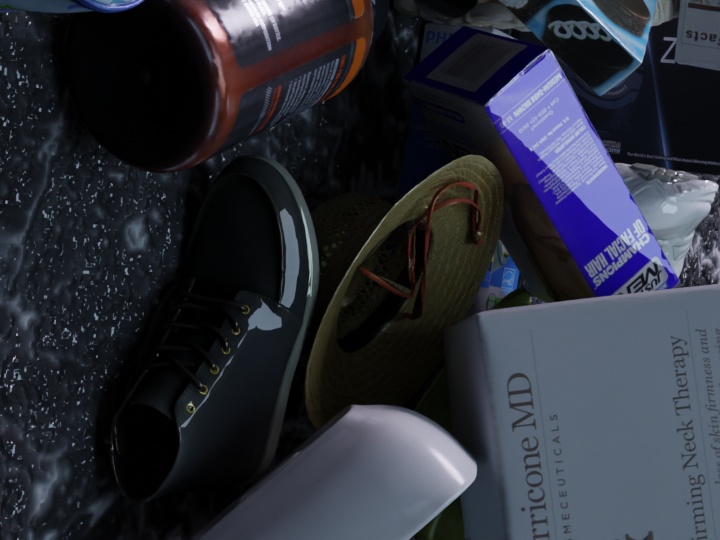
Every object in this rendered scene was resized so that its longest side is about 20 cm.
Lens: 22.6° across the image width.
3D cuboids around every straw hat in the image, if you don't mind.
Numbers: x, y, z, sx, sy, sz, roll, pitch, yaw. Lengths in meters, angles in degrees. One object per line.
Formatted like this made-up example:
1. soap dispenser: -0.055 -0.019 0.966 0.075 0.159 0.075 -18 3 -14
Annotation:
1. straw hat: 0.000 0.000 1.143 0.201 0.085 0.201 -41 149 -32

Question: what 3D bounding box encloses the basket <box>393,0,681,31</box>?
1. basket: 0.133 -0.267 1.202 0.161 0.200 0.199 -27 122 -49

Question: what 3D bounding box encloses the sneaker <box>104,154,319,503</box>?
1. sneaker: -0.083 0.035 1.025 0.106 0.075 0.201 -8 106 -62

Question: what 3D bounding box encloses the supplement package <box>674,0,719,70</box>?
1. supplement package: 0.287 -0.227 1.156 0.117 0.117 0.201 -17 115 -51

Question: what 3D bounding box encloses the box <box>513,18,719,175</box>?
1. box: 0.212 -0.158 1.354 0.044 0.200 0.161 -3 101 -60

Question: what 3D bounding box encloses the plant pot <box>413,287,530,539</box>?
1. plant pot: 0.135 0.147 1.248 0.200 0.190 0.200 -51 166 -18

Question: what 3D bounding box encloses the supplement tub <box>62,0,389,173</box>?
1. supplement tub: -0.063 -0.129 0.988 0.200 0.107 0.107 -32 125 -52

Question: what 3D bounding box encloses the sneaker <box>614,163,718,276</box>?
1. sneaker: 0.211 -0.023 1.300 0.200 0.078 0.100 3 100 -76

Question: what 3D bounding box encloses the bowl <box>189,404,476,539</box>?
1. bowl: -0.031 0.147 1.041 0.200 0.075 0.200 -40 178 -1

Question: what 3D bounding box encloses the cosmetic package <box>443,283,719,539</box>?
1. cosmetic package: 0.164 0.101 1.089 0.166 0.199 0.168 132 -49 -83

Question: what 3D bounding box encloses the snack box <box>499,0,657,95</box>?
1. snack box: 0.088 -0.202 1.040 0.200 0.037 0.116 41 34 -13

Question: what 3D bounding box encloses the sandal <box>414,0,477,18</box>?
1. sandal: 0.030 -0.199 1.040 0.200 0.048 0.075 18 51 -59

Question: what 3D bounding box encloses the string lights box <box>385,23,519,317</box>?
1. string lights box: 0.077 -0.067 1.288 0.103 0.059 0.201 9 90 -59

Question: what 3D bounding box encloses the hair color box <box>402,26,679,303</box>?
1. hair color box: 0.119 -0.059 1.191 0.065 0.109 0.200 -42 119 -11

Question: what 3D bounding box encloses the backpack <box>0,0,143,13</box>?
1. backpack: -0.120 -0.221 0.829 0.200 0.147 0.183 -60 142 -27
